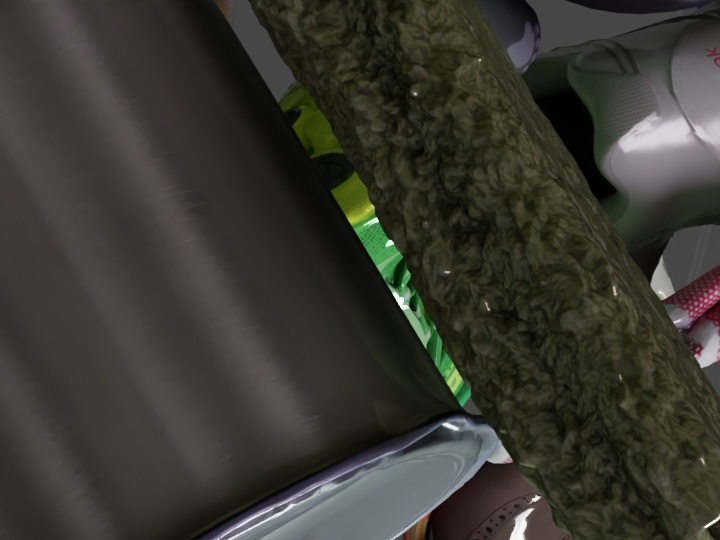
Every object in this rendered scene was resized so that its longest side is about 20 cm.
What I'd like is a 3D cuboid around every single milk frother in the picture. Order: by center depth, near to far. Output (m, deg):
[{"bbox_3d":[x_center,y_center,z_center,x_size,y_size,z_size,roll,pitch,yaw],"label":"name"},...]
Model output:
[{"bbox_3d":[-0.055,-0.014,0.590,0.200,0.188,0.181,-20,163,-41],"label":"milk frother"}]

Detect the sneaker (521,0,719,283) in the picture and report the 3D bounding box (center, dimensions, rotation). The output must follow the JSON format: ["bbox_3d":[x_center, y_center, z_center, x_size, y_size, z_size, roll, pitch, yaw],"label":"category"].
[{"bbox_3d":[0.045,-0.025,0.796,0.099,0.078,0.200,-6,162,-30],"label":"sneaker"}]

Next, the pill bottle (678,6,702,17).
[{"bbox_3d":[0.155,-0.116,0.857,0.112,0.112,0.200,-33,146,-32],"label":"pill bottle"}]

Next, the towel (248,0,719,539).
[{"bbox_3d":[0.029,-0.004,0.538,0.036,0.200,0.148,-32,159,6],"label":"towel"}]

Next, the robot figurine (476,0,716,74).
[{"bbox_3d":[0.053,-0.136,0.689,0.125,0.150,0.200,-20,159,22],"label":"robot figurine"}]

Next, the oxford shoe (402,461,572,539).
[{"bbox_3d":[0.053,0.094,0.922,0.071,0.073,0.200,-32,160,-33],"label":"oxford shoe"}]

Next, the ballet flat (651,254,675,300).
[{"bbox_3d":[0.083,0.025,0.951,0.069,0.063,0.200,-42,147,-21],"label":"ballet flat"}]

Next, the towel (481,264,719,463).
[{"bbox_3d":[0.135,-0.003,0.790,0.200,0.030,0.146,-28,174,-20],"label":"towel"}]

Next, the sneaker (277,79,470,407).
[{"bbox_3d":[0.000,0.000,0.728,0.074,0.084,0.200,-58,180,-19],"label":"sneaker"}]
